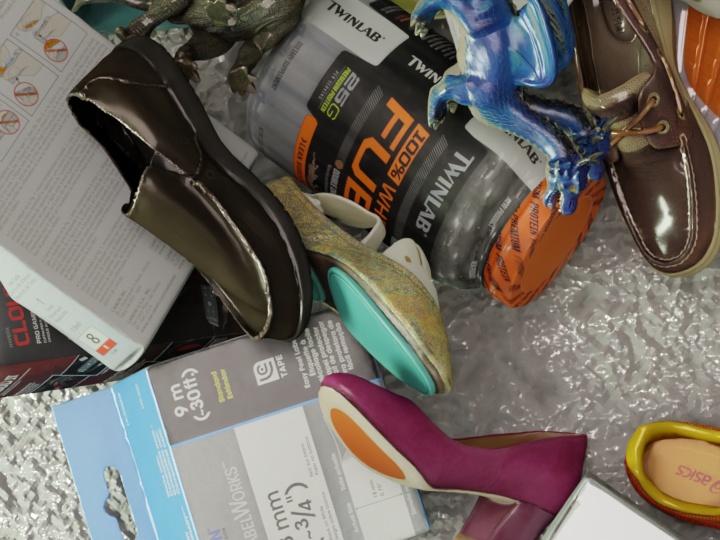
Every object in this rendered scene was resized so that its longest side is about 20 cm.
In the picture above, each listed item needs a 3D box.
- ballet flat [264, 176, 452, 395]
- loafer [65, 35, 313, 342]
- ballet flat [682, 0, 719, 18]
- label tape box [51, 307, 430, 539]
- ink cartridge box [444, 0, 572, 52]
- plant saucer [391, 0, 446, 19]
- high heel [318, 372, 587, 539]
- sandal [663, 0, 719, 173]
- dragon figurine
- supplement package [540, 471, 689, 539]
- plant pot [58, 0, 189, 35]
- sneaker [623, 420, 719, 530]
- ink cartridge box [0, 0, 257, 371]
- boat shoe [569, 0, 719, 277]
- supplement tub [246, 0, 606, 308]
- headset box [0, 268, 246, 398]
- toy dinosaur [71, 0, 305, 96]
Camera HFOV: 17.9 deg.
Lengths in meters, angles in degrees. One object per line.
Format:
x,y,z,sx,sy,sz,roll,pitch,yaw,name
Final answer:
0.000,0.000,1.303,0.200,0.071,0.071,34,90,42,ballet flat
-0.102,-0.036,1.292,0.071,0.073,0.201,-28,75,-32,loafer
0.224,-0.170,1.294,0.198,0.069,0.064,0,111,3,ballet flat
-0.073,0.117,1.357,0.198,0.063,0.145,-18,86,-2,label tape box
0.098,-0.238,1.304,0.200,0.050,0.162,-51,44,45,ink cartridge box
0.050,-0.251,1.440,0.198,0.031,0.202,-3,79,15,plant saucer
0.054,0.088,1.302,0.067,0.200,0.097,17,70,45,high heel
0.199,-0.133,1.360,0.207,0.059,0.079,49,118,26,sandal
0.084,-0.131,1.249,0.099,0.059,0.202,-2,108,20,dragon figurine
0.136,0.239,1.272,0.155,0.111,0.201,34,90,7,supplement package
-0.125,-0.275,1.435,0.140,0.141,0.202,-3,66,14,plant pot
0.245,0.131,1.294,0.198,0.077,0.074,7,80,15,sneaker
-0.177,-0.061,1.325,0.199,0.050,0.163,35,55,-9,ink cartridge box
0.154,-0.094,1.312,0.072,0.072,0.202,-15,82,36,boat shoe
0.040,-0.073,1.362,0.199,0.122,0.123,35,90,19,supplement tub
-0.177,-0.009,1.375,0.075,0.199,0.150,-36,65,53,headset box
-0.079,-0.157,1.339,0.199,0.102,0.077,-10,120,40,toy dinosaur
